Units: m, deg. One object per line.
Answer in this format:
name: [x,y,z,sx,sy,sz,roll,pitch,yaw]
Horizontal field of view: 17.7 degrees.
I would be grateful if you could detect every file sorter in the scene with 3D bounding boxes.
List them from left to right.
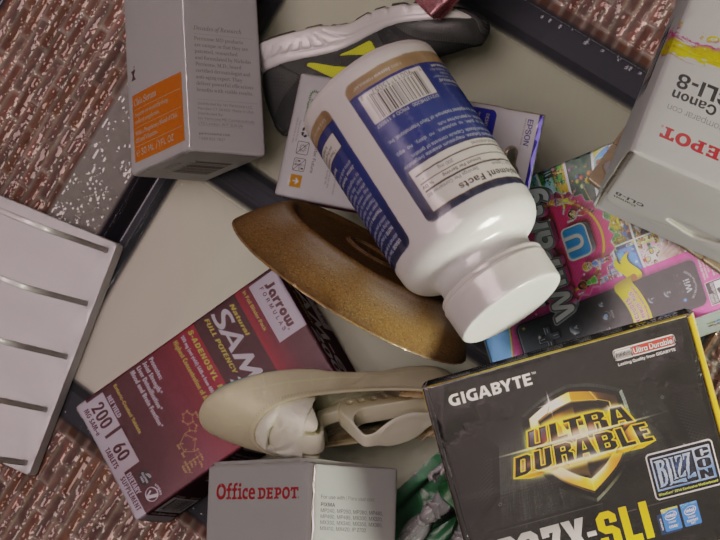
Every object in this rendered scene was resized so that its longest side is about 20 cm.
file sorter: [-0.308,0.042,1.853,0.138,0.124,0.201,21,91,23]

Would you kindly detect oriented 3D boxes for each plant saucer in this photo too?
plant saucer: [0.000,0.000,1.698,0.200,0.200,0.036,35,102,21]

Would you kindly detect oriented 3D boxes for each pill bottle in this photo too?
pill bottle: [0.054,-0.054,1.633,0.111,0.111,0.201,-36,72,12]

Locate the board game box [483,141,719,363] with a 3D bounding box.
board game box: [0.179,-0.008,1.706,0.199,0.064,0.149,-22,75,18]

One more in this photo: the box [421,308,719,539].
box: [0.159,0.130,1.637,0.199,0.049,0.161,-15,93,6]

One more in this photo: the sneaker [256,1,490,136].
sneaker: [0.013,-0.153,1.793,0.199,0.074,0.085,-11,84,28]

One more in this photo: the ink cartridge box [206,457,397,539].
ink cartridge box: [-0.046,0.243,1.714,0.145,0.082,0.202,-8,77,55]

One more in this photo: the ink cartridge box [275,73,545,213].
ink cartridge box: [0.039,-0.083,1.721,0.199,0.037,0.095,11,86,24]

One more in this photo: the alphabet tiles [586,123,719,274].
alphabet tiles: [0.285,-0.095,1.661,0.167,0.008,0.200,35,77,7]

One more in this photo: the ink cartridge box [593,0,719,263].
ink cartridge box: [0.269,-0.118,1.588,0.144,0.145,0.201,23,76,2]

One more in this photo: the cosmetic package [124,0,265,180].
cosmetic package: [-0.133,-0.179,1.822,0.101,0.071,0.202,-19,72,56]

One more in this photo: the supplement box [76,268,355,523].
supplement box: [-0.110,0.098,1.803,0.199,0.061,0.109,-36,72,12]

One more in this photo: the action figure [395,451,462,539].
action figure: [0.087,0.160,1.703,0.118,0.055,0.200,39,108,2]

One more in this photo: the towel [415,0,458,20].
towel: [0.087,-0.301,1.733,0.200,0.023,0.144,-41,69,6]

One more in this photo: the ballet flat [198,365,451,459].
ballet flat: [-0.018,0.108,1.719,0.198,0.069,0.070,-7,79,-10]
